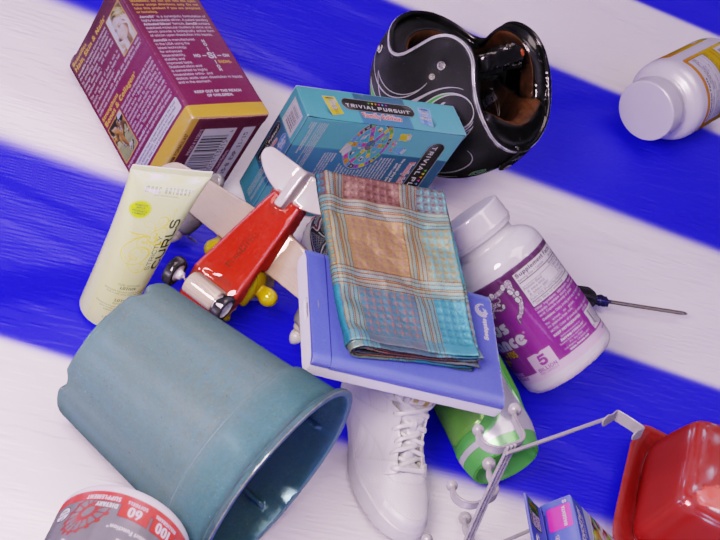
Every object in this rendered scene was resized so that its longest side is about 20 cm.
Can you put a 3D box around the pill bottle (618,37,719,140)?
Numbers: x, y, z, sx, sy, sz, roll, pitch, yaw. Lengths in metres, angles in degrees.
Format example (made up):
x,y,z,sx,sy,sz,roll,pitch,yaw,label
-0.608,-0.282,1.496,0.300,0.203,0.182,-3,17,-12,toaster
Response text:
x,y,z,sx,sy,sz,roll,pitch,yaw,label
0.435,-0.241,2.206,0.111,0.111,0.200,48,42,14,pill bottle

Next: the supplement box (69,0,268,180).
x,y,z,sx,sy,sz,roll,pitch,yaw,label
-0.204,-0.191,1.708,0.103,0.131,0.200,-8,57,-41,supplement box

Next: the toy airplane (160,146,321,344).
x,y,z,sx,sy,sz,roll,pitch,yaw,label
-0.103,-0.020,1.607,0.199,0.141,0.200,-6,69,-2,toy airplane

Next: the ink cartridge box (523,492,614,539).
x,y,z,sx,sy,sz,roll,pitch,yaw,label
0.221,0.295,1.535,0.200,0.042,0.119,43,30,-41,ink cartridge box

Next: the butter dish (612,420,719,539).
x,y,z,sx,sy,sz,roll,pitch,yaw,label
0.383,0.237,1.689,0.200,0.148,0.199,31,40,-5,butter dish

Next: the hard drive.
x,y,z,sx,sy,sz,roll,pitch,yaw,label
0.038,0.059,1.536,0.200,0.025,0.132,15,47,-22,hard drive

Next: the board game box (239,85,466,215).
x,y,z,sx,sy,sz,roll,pitch,yaw,label
-0.009,-0.122,1.759,0.200,0.151,0.047,4,49,-32,board game box

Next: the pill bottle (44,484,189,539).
x,y,z,sx,sy,sz,roll,pitch,yaw,label
-0.215,0.275,1.269,0.116,0.116,0.200,29,41,-8,pill bottle

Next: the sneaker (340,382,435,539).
x,y,z,sx,sy,sz,roll,pitch,yaw,label
0.040,0.150,1.563,0.074,0.116,0.200,8,49,-31,sneaker

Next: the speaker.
x,y,z,sx,sy,sz,roll,pitch,yaw,label
0.107,0.115,1.663,0.088,0.088,0.200,-3,53,-36,speaker

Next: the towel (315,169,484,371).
x,y,z,sx,sy,sz,roll,pitch,yaw,label
0.035,-0.002,1.540,0.147,0.022,0.200,8,55,-28,towel

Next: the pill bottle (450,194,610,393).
x,y,z,sx,sy,sz,roll,pitch,yaw,label
0.168,0.023,1.734,0.200,0.112,0.112,53,41,-6,pill bottle

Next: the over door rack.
x,y,z,sx,sy,sz,roll,pitch,yaw,label
0.159,0.200,1.563,0.200,0.148,0.067,-2,36,-37,over door rack

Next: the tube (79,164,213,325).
x,y,z,sx,sy,sz,roll,pitch,yaw,label
-0.206,-0.026,1.495,0.052,0.200,0.058,38,40,6,tube

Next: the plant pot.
x,y,z,sx,sy,sz,roll,pitch,yaw,label
-0.143,0.125,1.416,0.196,0.200,0.200,38,40,15,plant pot

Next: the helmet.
x,y,z,sx,sy,sz,roll,pitch,yaw,label
0.105,-0.207,1.889,0.200,0.191,0.200,1,88,-47,helmet

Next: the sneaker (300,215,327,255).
x,y,z,sx,sy,sz,roll,pitch,yaw,label
0.000,0.000,1.695,0.081,0.075,0.200,5,36,-29,sneaker

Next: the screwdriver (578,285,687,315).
x,y,z,sx,sy,sz,roll,pitch,yaw,label
0.303,0.041,1.918,0.200,0.029,0.028,12,45,-30,screwdriver
